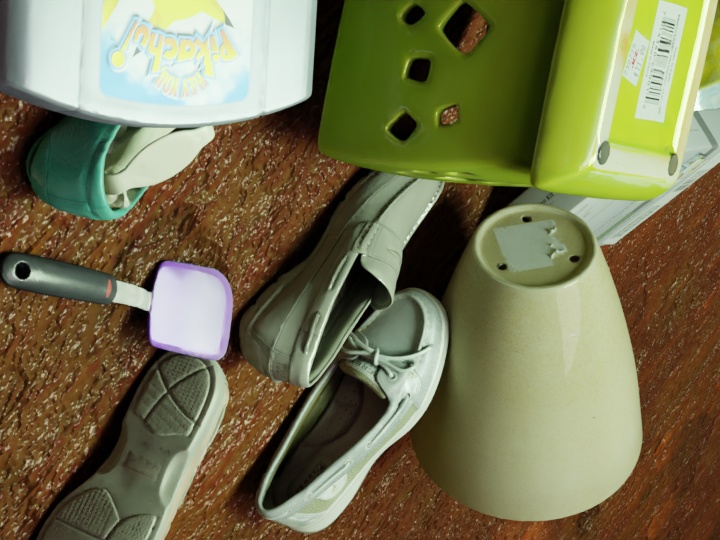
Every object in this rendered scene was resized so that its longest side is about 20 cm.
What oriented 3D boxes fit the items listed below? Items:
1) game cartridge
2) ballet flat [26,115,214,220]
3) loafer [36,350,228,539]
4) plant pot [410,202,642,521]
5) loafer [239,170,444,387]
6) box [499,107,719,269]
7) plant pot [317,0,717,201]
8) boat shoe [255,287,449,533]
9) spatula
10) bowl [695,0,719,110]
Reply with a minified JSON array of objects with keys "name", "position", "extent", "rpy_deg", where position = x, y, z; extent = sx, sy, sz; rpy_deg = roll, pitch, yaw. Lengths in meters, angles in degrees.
[{"name":"game cartridge","position":[-0.100,-0.140,0.890],"extent":[0.199,0.040,0.135],"rpy_deg":[-4,104,-42]},{"name":"ballet flat","position":[-0.095,-0.095,0.975],"extent":[0.200,0.070,0.068],"rpy_deg":[-46,148,-25]},{"name":"loafer","position":[-0.141,0.146,1.121],"extent":[0.201,0.071,0.063],"rpy_deg":[-59,158,-9]},{"name":"plant pot","position":[0.127,0.054,1.339],"extent":[0.187,0.186,0.201],"rpy_deg":[-41,145,-32]},{"name":"loafer","position":[0.000,0.000,1.209],"extent":[0.200,0.069,0.070],"rpy_deg":[-51,149,-19]},{"name":"box","position":[0.206,-0.068,1.436],"extent":[0.156,0.041,0.199],"rpy_deg":[-41,164,33]},{"name":"plant pot","position":[0.112,-0.144,1.115],"extent":[0.198,0.180,0.202],"rpy_deg":[3,100,-57]},{"name":"boat shoe","position":[-0.006,0.101,1.289],"extent":[0.203,0.074,0.065],"rpy_deg":[-54,155,1]},{"name":"spatula","position":[-0.141,0.013,1.040],"extent":[0.199,0.020,0.057],"rpy_deg":[18,78,-57]},{"name":"bowl","position":[0.283,-0.193,1.429],"extent":[0.199,0.199,0.109],"rpy_deg":[-10,81,-54]}]
